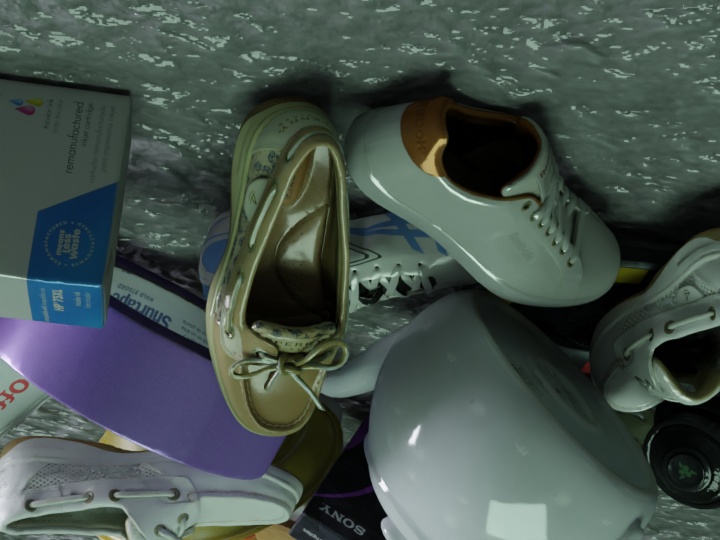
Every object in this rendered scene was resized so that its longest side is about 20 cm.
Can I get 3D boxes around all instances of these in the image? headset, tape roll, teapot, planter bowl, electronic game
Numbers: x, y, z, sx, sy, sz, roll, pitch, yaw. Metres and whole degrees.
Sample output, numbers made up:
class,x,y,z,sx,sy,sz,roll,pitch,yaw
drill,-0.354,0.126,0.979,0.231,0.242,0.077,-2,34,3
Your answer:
class,x,y,z,sx,sy,sz,roll,pitch,yaw
headset,0.227,0.119,1.136,0.200,0.094,0.124,-38,180,18
tape roll,-0.131,0.051,1.097,0.200,0.066,0.200,28,-175,-2
teapot,0.074,0.121,1.067,0.197,0.200,0.146,42,103,-16
planter bowl,-0.119,0.111,1.289,0.200,0.200,0.084,-4,121,20
electronic game,0.163,0.029,1.144,0.200,0.042,0.200,4,157,2

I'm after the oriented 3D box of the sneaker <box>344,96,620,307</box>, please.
class,x,y,z,sx,sy,sz,roll,pitch,yaw
sneaker,0.089,-0.035,0.968,0.200,0.073,0.085,25,152,-36

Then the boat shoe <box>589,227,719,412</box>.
class,x,y,z,sx,sy,sz,roll,pitch,yaw
boat shoe,0.189,0.049,1.063,0.071,0.069,0.200,4,151,-12

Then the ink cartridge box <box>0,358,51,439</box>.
class,x,y,z,sx,sy,sz,roll,pitch,yaw
ink cartridge box,-0.313,0.043,1.139,0.145,0.083,0.200,-37,133,19

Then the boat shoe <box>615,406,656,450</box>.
class,x,y,z,sx,sy,sz,roll,pitch,yaw
boat shoe,0.180,0.127,1.313,0.200,0.072,0.062,18,-163,-23

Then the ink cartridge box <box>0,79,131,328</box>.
class,x,y,z,sx,sy,sz,roll,pitch,yaw
ink cartridge box,-0.231,-0.043,0.963,0.200,0.116,0.067,7,158,-5

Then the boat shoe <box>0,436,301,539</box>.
class,x,y,z,sx,sy,sz,roll,pitch,yaw
boat shoe,-0.139,0.158,1.166,0.200,0.069,0.071,3,147,-1

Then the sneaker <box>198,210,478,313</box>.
class,x,y,z,sx,sy,sz,roll,pitch,yaw
sneaker,0.000,0.000,1.074,0.200,0.073,0.072,-1,155,12

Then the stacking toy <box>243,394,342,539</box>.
class,x,y,z,sx,sy,sz,roll,pitch,yaw
stacking toy,-0.091,0.148,1.422,0.146,0.146,0.200,25,131,-38

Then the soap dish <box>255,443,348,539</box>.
class,x,y,z,sx,sy,sz,roll,pitch,yaw
soap dish,0.029,0.199,1.376,0.157,0.081,0.200,17,-161,26

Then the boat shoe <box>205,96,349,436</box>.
class,x,y,z,sx,sy,sz,roll,pitch,yaw
boat shoe,-0.042,0.008,0.965,0.073,0.063,0.200,-7,116,-18

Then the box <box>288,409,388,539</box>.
class,x,y,z,sx,sy,sz,roll,pitch,yaw
box,0.062,0.136,1.164,0.143,0.200,0.036,32,141,5
